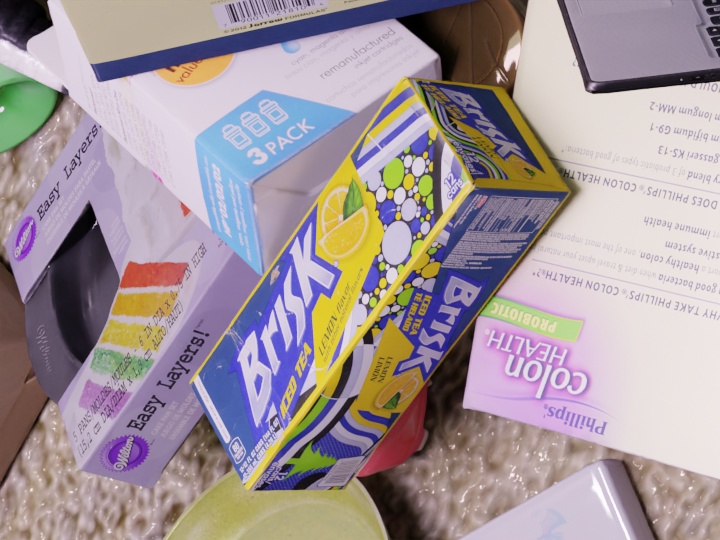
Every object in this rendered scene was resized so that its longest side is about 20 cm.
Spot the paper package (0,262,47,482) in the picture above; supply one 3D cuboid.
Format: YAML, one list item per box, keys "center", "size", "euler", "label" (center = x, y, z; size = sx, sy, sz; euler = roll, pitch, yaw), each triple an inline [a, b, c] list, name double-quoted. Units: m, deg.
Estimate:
- center: [-0.286, 0.052, 1.539]
  size: [0.200, 0.103, 0.191]
  euler: [44, 116, 29]
  label: "paper package"

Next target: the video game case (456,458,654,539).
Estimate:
- center: [0.088, 0.217, 1.294]
  size: [0.182, 0.024, 0.201]
  euler: [-33, 70, 33]
  label: "video game case"

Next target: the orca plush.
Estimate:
- center: [-0.210, -0.158, 1.403]
  size: [0.199, 0.105, 0.071]
  euler: [26, 93, 17]
  label: "orca plush"

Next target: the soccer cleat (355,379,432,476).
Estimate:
- center: [0.000, 0.000, 1.331]
  size: [0.066, 0.076, 0.202]
  euler: [3, 92, 38]
  label: "soccer cleat"

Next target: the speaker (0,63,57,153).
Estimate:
- center: [-0.244, -0.160, 1.519]
  size: [0.088, 0.088, 0.201]
  euler: [-45, 64, 29]
  label: "speaker"

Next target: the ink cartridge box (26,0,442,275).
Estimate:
- center: [-0.066, -0.103, 1.287]
  size: [0.200, 0.115, 0.068]
  euler: [42, 155, 33]
  label: "ink cartridge box"

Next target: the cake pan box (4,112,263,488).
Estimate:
- center: [-0.102, -0.018, 1.391]
  size: [0.200, 0.052, 0.185]
  euler: [-53, 37, 27]
  label: "cake pan box"

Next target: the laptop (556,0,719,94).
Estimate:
- center: [0.176, -0.167, 1.113]
  size: [0.198, 0.188, 0.117]
  euler: [-6, 115, 0]
  label: "laptop"

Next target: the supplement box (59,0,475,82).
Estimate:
- center: [-0.049, -0.203, 1.170]
  size: [0.198, 0.200, 0.135]
  euler: [-12, 65, 3]
  label: "supplement box"

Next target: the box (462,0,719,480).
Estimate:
- center: [0.155, -0.018, 1.198]
  size: [0.175, 0.096, 0.202]
  euler: [14, 97, 37]
  label: "box"

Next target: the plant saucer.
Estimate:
- center: [-0.047, 0.190, 1.361]
  size: [0.199, 0.031, 0.201]
  euler: [-25, 52, 36]
  label: "plant saucer"

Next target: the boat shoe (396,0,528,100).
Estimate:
- center: [0.038, -0.136, 1.309]
  size: [0.074, 0.066, 0.200]
  euler: [-58, 45, 23]
  label: "boat shoe"

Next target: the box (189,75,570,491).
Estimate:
- center: [0.006, 0.010, 1.224]
  size: [0.200, 0.064, 0.070]
  euler: [-54, 51, 31]
  label: "box"
